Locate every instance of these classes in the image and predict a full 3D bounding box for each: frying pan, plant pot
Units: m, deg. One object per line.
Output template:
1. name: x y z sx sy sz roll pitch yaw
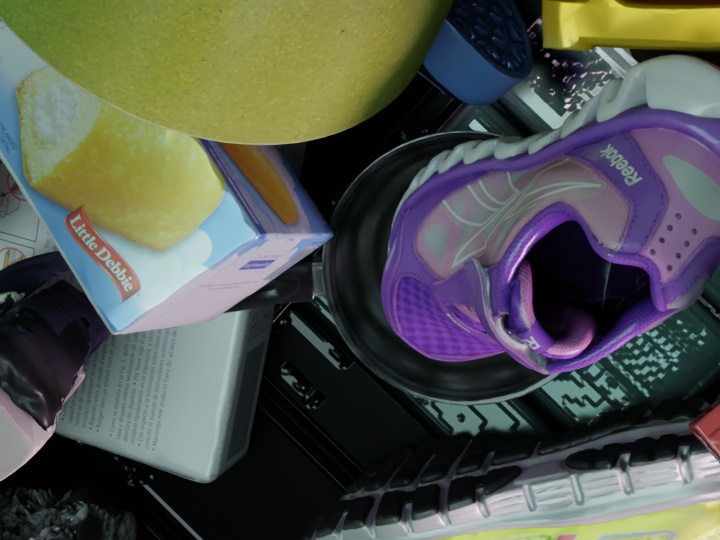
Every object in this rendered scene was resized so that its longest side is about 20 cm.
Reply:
1. frying pan: 0.009 0.014 0.854 0.190 0.031 0.115 -26 104 14
2. plant pot: -0.016 -0.171 0.671 0.187 0.187 0.200 45 141 4

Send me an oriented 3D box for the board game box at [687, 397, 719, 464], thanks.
1. board game box: 0.227 0.030 0.759 0.200 0.019 0.103 -40 88 -1

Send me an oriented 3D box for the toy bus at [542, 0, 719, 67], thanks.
1. toy bus: 0.150 -0.128 0.699 0.200 0.192 0.136 2 103 17

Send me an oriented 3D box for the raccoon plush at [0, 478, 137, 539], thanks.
1. raccoon plush: -0.175 0.168 0.950 0.134 0.097 0.200 5 106 26

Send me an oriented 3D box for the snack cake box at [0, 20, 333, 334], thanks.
1. snack cake box: -0.100 -0.077 0.790 0.067 0.115 0.200 -34 84 12

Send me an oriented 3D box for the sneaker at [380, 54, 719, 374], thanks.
1. sneaker: 0.063 -0.001 0.747 0.080 0.088 0.200 38 147 -16

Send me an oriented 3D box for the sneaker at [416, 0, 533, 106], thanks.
1. sneaker: -0.021 -0.129 0.830 0.200 0.070 0.078 48 122 6

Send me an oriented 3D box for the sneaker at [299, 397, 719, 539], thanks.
1. sneaker: 0.069 0.115 0.854 0.200 0.078 0.090 -10 107 24

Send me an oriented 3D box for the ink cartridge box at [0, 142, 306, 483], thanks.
1. ink cartridge box: -0.118 -0.030 0.897 0.176 0.045 0.200 17 108 14

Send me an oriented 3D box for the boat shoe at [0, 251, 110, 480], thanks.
1. boat shoe: -0.180 0.066 0.877 0.200 0.093 0.075 -29 107 33
